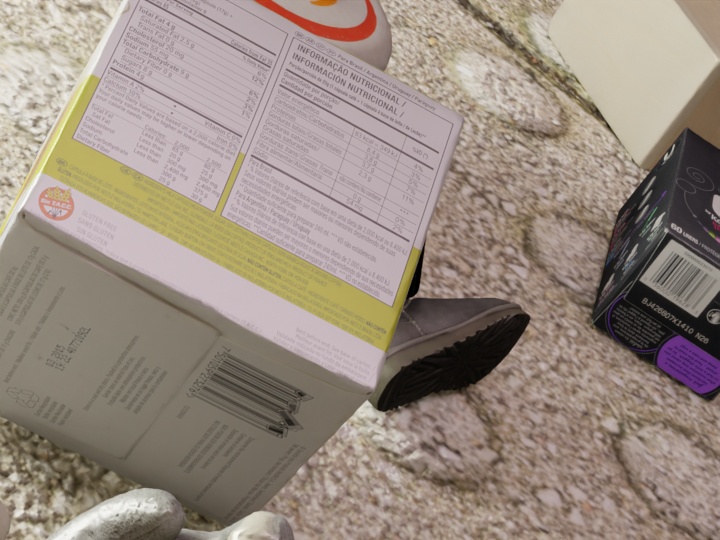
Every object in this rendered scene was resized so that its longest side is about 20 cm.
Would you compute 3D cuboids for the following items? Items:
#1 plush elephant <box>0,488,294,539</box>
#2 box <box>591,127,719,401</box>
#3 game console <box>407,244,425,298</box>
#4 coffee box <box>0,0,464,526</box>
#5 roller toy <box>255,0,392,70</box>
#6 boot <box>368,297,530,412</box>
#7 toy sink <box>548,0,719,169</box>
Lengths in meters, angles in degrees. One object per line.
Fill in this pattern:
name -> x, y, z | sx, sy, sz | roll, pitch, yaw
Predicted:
plush elephant -> -0.143, 0.175, 0.869 | 0.200, 0.165, 0.155 | 16, 9, 23
box -> 0.273, -0.009, 1.573 | 0.122, 0.106, 0.200 | 33, 30, -5
game console -> -0.033, -0.094, 1.217 | 0.116, 0.200, 0.176 | -9, 58, -9
coffee box -> -0.091, -0.013, 1.078 | 0.200, 0.200, 0.198 | 27, 54, -11
roller toy -> -0.076, -0.170, 1.418 | 0.182, 0.140, 0.200 | 30, 30, -9
boot -> 0.002, -0.002, 1.347 | 0.200, 0.073, 0.182 | 44, 31, 26
toy sink -> 0.287, -0.201, 1.829 | 0.112, 0.130, 0.200 | 8, 39, -38
